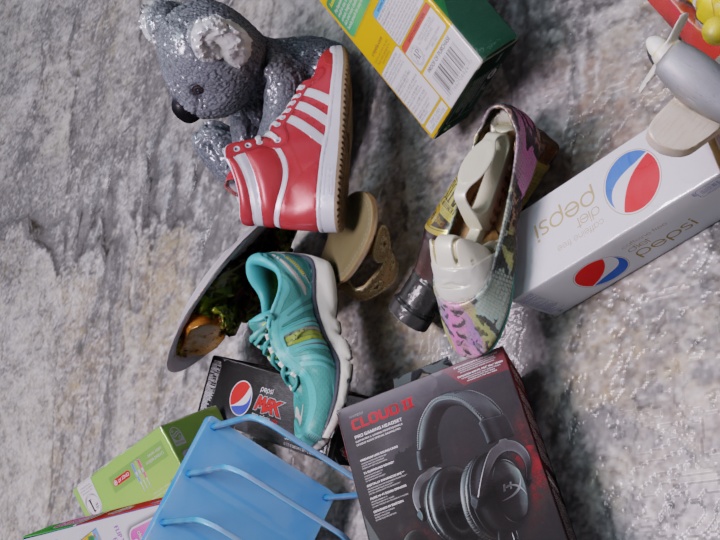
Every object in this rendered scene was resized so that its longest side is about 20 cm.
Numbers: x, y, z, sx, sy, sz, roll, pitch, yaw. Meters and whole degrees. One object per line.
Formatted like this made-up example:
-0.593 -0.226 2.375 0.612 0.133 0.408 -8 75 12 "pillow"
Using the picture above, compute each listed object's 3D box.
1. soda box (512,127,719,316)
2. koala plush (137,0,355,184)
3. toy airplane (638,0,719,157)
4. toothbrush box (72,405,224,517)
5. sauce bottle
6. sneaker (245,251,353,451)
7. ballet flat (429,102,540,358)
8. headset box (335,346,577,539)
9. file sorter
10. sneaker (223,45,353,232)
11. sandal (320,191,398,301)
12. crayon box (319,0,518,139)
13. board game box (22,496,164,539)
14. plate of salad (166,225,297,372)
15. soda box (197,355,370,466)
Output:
0.199 -0.043 0.949 0.199 0.063 0.069 -34 55 33 "soda box"
-0.120 -0.191 1.203 0.185 0.200 0.177 -54 35 -2 "koala plush"
0.284 -0.170 0.834 0.197 0.142 0.202 -5 53 15 "toy airplane"
-0.159 0.253 1.155 0.145 0.086 0.201 -37 77 32 "toothbrush box"
0.092 -0.038 1.056 0.201 0.066 0.066 -58 45 13 "sauce bottle"
-0.060 0.067 1.062 0.078 0.079 0.202 -51 39 37 "sneaker"
0.091 -0.036 0.957 0.069 0.071 0.202 7 78 37 "ballet flat"
0.075 0.166 0.963 0.147 0.077 0.202 -21 61 10 "headset box"
-0.096 0.236 1.009 0.122 0.138 0.201 -24 35 61 "file sorter"
-0.064 -0.123 1.114 0.111 0.072 0.202 -1 56 7 "sneaker"
0.000 -0.005 1.146 0.212 0.069 0.078 131 144 -54 "sandal"
0.038 -0.232 1.082 0.201 0.051 0.126 51 152 9 "crayon box"
-0.210 0.294 1.119 0.198 0.040 0.155 -19 88 34 "board game box"
-0.112 0.023 1.179 0.048 0.200 0.201 36 107 10 "plate of salad"
-0.065 0.131 1.157 0.199 0.070 0.064 11 86 47 "soda box"
